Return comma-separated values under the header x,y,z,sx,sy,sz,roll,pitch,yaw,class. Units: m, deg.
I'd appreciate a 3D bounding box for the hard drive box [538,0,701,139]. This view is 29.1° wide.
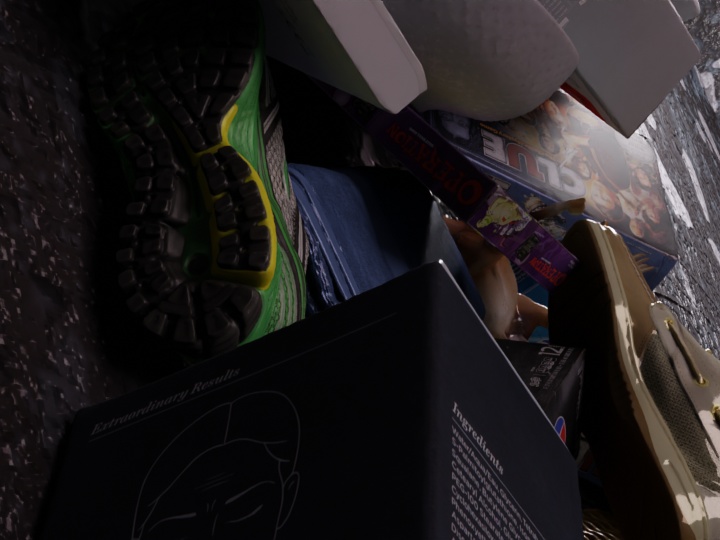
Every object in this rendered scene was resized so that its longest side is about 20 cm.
x,y,z,sx,sy,sz,roll,pitch,yaw,class
0.111,-0.192,0.877,0.156,0.077,0.200,45,6,38,hard drive box

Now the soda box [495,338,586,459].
x,y,z,sx,sy,sz,roll,pitch,yaw,class
0.050,0.095,0.651,0.200,0.070,0.064,-38,130,-62,soda box

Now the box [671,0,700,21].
x,y,z,sx,sy,sz,roll,pitch,yaw,class
0.125,-0.257,1.058,0.200,0.198,0.131,54,24,-30,box

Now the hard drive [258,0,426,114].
x,y,z,sx,sy,sz,roll,pitch,yaw,class
-0.052,-0.145,0.620,0.132,0.026,0.200,54,-8,-28,hard drive

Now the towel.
x,y,z,sx,sy,sz,roll,pitch,yaw,class
0.000,0.000,0.706,0.112,0.048,0.200,66,21,5,towel

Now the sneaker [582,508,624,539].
x,y,z,sx,sy,sz,roll,pitch,yaw,class
0.088,0.177,0.701,0.199,0.075,0.091,6,100,-43,sneaker

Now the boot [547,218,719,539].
x,y,z,sx,sy,sz,roll,pitch,yaw,class
0.193,0.061,0.744,0.153,0.072,0.201,-2,56,-20,boot

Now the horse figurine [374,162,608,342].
x,y,z,sx,sy,sz,roll,pitch,yaw,class
0.095,0.013,0.849,0.050,0.132,0.201,-72,146,-42,horse figurine

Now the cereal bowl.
x,y,z,sx,sy,sz,roll,pitch,yaw,class
0.025,-0.152,0.786,0.200,0.083,0.200,42,5,-4,cereal bowl

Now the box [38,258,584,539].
x,y,z,sx,sy,sz,roll,pitch,yaw,class
-0.017,0.119,0.406,0.107,0.148,0.201,53,26,-32,box

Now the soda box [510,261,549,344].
x,y,z,sx,sy,sz,roll,pitch,yaw,class
0.124,-0.012,0.992,0.068,0.064,0.201,51,26,-34,soda box

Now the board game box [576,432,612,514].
x,y,z,sx,sy,sz,roll,pitch,yaw,class
0.170,0.155,0.857,0.135,0.035,0.200,22,-20,49,board game box

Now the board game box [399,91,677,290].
x,y,z,sx,sy,sz,roll,pitch,yaw,class
0.119,-0.078,0.944,0.199,0.035,0.136,24,39,-19,board game box

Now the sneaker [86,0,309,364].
x,y,z,sx,sy,sz,roll,pitch,yaw,class
-0.065,-0.040,0.581,0.085,0.077,0.201,62,18,-56,sneaker

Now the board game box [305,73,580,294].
x,y,z,sx,sy,sz,roll,pitch,yaw,class
0.025,-0.073,0.746,0.200,0.032,0.120,46,11,33,board game box
